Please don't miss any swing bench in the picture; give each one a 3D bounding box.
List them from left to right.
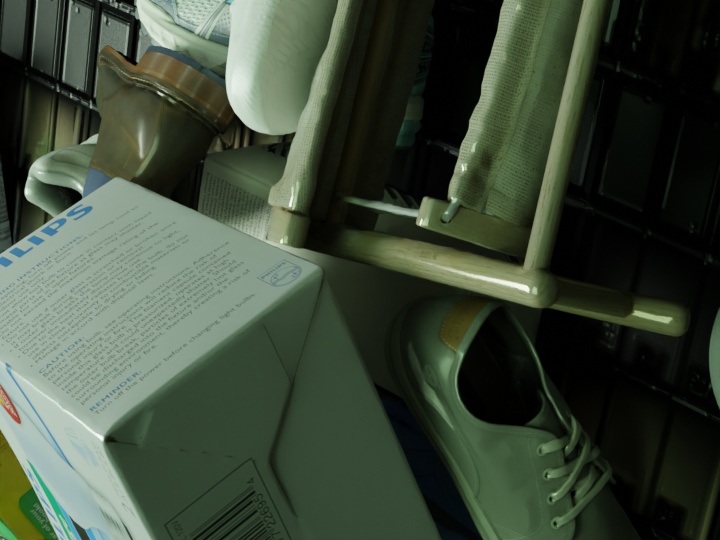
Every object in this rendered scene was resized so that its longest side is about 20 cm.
[{"bbox_3d":[0.054,-0.092,0.751,0.199,0.129,0.200,13,90,39],"label":"swing bench"}]

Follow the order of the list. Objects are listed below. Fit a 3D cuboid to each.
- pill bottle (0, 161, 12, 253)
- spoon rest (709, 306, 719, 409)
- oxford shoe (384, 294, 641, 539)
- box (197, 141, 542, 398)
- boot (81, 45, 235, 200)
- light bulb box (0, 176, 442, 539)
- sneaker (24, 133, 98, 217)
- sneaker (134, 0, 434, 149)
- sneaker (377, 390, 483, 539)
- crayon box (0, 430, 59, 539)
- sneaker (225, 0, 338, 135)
[{"bbox_3d":[-0.297,-0.040,1.164,0.113,0.113,0.202,0,99,44],"label":"pill bottle"},{"bbox_3d":[0.224,0.055,0.723,0.200,0.060,0.100,24,115,54],"label":"spoon rest"},{"bbox_3d":[0.085,0.093,0.807,0.058,0.075,0.201,-17,113,47],"label":"oxford shoe"},{"bbox_3d":[0.000,0.000,0.912,0.199,0.068,0.083,27,117,37],"label":"box"},{"bbox_3d":[-0.134,-0.069,0.967,0.097,0.074,0.200,-59,17,-8],"label":"boot"},{"bbox_3d":[-0.080,0.084,0.816,0.200,0.125,0.199,23,142,53],"label":"light bulb box"},{"bbox_3d":[-0.135,0.006,1.040,0.201,0.081,0.075,56,130,18],"label":"sneaker"},{"bbox_3d":[-0.037,-0.136,0.927,0.199,0.077,0.087,27,104,31],"label":"sneaker"},{"bbox_3d":[0.007,0.103,0.910,0.199,0.066,0.079,23,88,38],"label":"sneaker"},{"bbox_3d":[-0.170,0.155,1.014,0.200,0.119,0.058,49,126,0],"label":"crayon box"},{"bbox_3d":[-0.040,-0.153,0.857,0.088,0.075,0.201,0,60,31],"label":"sneaker"}]
